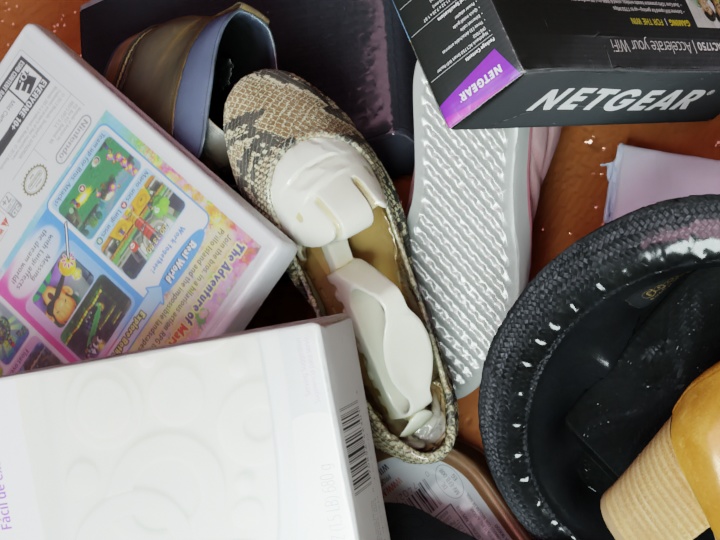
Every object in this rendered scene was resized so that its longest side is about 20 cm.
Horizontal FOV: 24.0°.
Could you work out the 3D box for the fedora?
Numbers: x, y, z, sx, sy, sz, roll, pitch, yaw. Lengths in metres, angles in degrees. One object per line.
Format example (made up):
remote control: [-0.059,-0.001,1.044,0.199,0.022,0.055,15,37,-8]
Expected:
fedora: [0.151,0.047,0.735,0.199,0.092,0.202,8,116,17]

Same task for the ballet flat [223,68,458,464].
ballet flat: [0.000,0.000,0.778,0.067,0.075,0.201,-26,103,-10]

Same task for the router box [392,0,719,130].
router box: [0.090,-0.141,0.762,0.051,0.199,0.150,-36,70,41]

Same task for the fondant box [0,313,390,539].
fondant box: [-0.091,0.107,0.725,0.198,0.058,0.146,-11,90,15]

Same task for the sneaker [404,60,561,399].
sneaker: [0.061,-0.039,0.838,0.075,0.105,0.202,14,118,16]

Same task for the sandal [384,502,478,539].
sandal: [0.060,0.141,0.727,0.199,0.076,0.043,18,120,36]

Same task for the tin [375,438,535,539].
tin: [0.053,0.172,0.826,0.112,0.042,0.200,-43,71,16]

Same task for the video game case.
video game case: [-0.149,0.015,0.797,0.182,0.024,0.201,40,101,23]

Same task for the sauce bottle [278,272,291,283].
sauce bottle: [-0.124,0.008,0.903,0.198,0.065,0.065,-14,78,15]

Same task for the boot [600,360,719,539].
boot: [0.200,0.115,0.648,0.201,0.071,0.144,46,125,4]

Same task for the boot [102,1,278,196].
boot: [-0.093,-0.036,0.811,0.097,0.074,0.202,-17,62,51]

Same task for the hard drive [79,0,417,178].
hard drive: [-0.061,-0.105,0.901,0.198,0.042,0.136,-7,81,21]

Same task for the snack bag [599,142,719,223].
snack bag: [0.196,0.045,0.793,0.198,0.021,0.190,9,86,22]
